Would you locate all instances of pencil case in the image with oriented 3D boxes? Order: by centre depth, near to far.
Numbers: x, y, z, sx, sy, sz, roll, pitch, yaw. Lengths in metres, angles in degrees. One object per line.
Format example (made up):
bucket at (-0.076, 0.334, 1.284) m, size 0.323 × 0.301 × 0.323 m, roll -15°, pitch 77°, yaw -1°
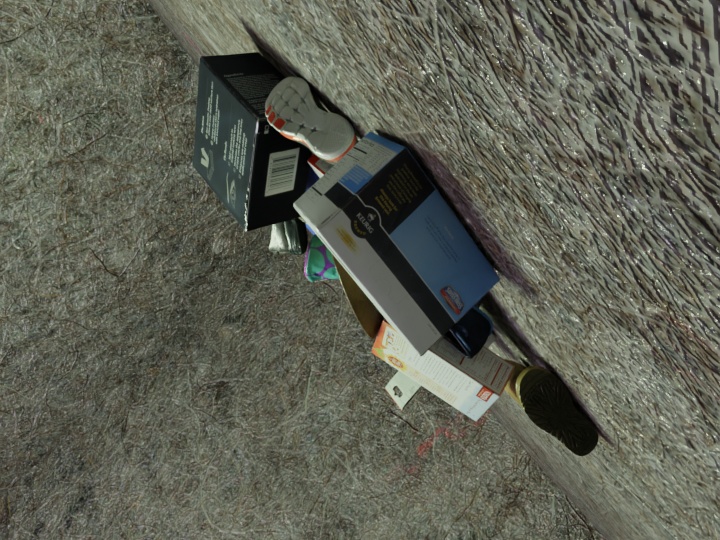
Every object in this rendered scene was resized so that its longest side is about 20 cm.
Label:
pencil case at (-0.005, -0.012, 1.430) m, size 0.194 × 0.095 × 0.086 m, roll 8°, pitch -153°, yaw -2°

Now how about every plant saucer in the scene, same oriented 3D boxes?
plant saucer at (0.000, 0.000, 1.157) m, size 0.200 × 0.035 × 0.205 m, roll -21°, pitch -89°, yaw -82°

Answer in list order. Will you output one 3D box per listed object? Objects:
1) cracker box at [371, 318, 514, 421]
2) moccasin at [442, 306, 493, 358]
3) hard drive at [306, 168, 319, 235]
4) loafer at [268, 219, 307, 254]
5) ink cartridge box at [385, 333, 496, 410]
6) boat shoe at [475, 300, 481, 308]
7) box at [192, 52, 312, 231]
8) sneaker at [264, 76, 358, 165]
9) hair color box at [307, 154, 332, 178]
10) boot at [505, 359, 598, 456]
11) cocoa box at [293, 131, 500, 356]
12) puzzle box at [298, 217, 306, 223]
cracker box at (0.118, 0.132, 1.144) m, size 0.197 × 0.058 × 0.135 m, roll 33°, pitch 155°, yaw 8°
moccasin at (0.089, 0.050, 1.059) m, size 0.197 × 0.069 × 0.081 m, roll 29°, pitch 164°, yaw 7°
hard drive at (-0.069, -0.135, 1.403) m, size 0.132 × 0.025 × 0.200 m, roll 45°, pitch 148°, yaw 0°
loafer at (-0.146, -0.126, 1.370) m, size 0.073 × 0.070 × 0.206 m, roll -40°, pitch -56°, yaw -75°
ink cartridge box at (0.136, 0.160, 1.327) m, size 0.050 × 0.201 × 0.109 m, roll 41°, pitch 180°, yaw -19°
boat shoe at (0.083, 0.016, 1.134) m, size 0.197 × 0.066 × 0.074 m, roll 32°, pitch 155°, yaw 15°
box at (-0.173, -0.210, 1.226) m, size 0.200 × 0.115 × 0.200 m, roll 47°, pitch 138°, yaw 34°
sneaker at (-0.064, -0.194, 1.065) m, size 0.200 × 0.077 × 0.082 m, roll 48°, pitch -175°, yaw 38°
hair color box at (0.010, -0.105, 1.199) m, size 0.111 × 0.064 × 0.201 m, roll 43°, pitch 173°, yaw 47°
boot at (0.252, 0.180, 1.150) m, size 0.176 × 0.066 × 0.200 m, roll 51°, pitch 179°, yaw -21°
cocoa box at (0.040, -0.034, 0.881) m, size 0.201 × 0.131 × 0.133 m, roll 50°, pitch 178°, yaw -24°
puzzle box at (-0.028, -0.058, 1.328) m, size 0.198 × 0.026 × 0.133 m, roll 35°, pitch -174°, yaw 11°
